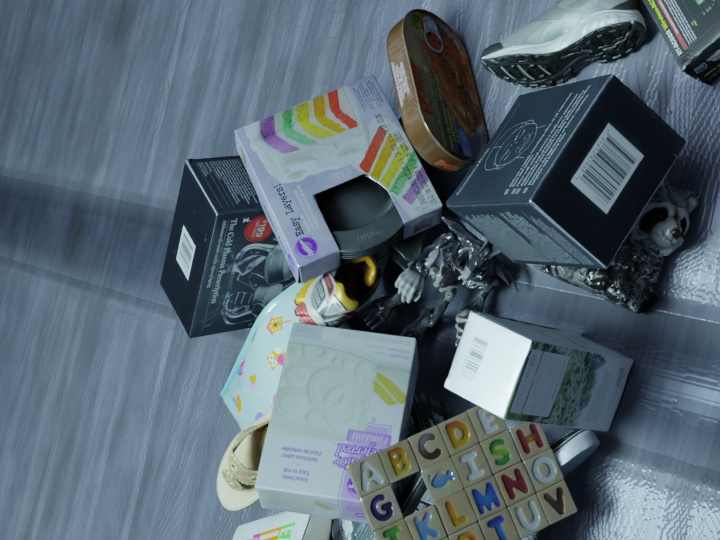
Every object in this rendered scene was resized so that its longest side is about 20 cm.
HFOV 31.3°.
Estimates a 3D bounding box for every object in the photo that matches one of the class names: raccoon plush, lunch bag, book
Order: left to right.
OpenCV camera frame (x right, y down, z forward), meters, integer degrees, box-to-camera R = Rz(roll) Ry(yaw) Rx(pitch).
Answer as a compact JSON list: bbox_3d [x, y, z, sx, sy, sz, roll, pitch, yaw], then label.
[{"bbox_3d":[-0.109,0.361,1.550,0.199,0.048,0.135,-30,37,52],"label":"book"},{"bbox_3d":[-0.063,0.133,1.552,0.171,0.121,0.201,53,123,38],"label":"lunch bag"},{"bbox_3d":[0.247,-0.047,1.308,0.199,0.096,0.136,26,92,45],"label":"raccoon plush"}]

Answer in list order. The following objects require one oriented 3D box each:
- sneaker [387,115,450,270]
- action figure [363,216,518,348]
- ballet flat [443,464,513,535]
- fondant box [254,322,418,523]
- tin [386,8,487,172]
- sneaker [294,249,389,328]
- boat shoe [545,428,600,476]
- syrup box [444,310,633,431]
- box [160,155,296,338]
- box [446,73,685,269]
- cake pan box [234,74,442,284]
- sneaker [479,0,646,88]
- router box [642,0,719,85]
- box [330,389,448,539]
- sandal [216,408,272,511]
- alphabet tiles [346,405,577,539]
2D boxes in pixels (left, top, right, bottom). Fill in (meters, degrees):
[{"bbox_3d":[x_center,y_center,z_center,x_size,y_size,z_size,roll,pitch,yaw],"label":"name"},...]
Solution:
[{"bbox_3d":[0.066,-0.103,1.516,0.103,0.060,0.201,26,67,9],"label":"sneaker"},{"bbox_3d":[0.093,0.023,1.414,0.200,0.118,0.103,-42,14,45],"label":"action figure"},{"bbox_3d":[0.142,0.268,1.293,0.064,0.202,0.071,-4,38,35],"label":"ballet flat"},{"bbox_3d":[-0.021,0.163,1.384,0.142,0.059,0.203,6,59,9],"label":"fondant box"},{"bbox_3d":[0.086,-0.208,1.485,0.042,0.111,0.203,-29,61,37],"label":"tin"},{"bbox_3d":[0.000,0.000,1.499,0.082,0.078,0.201,-30,20,38],"label":"sneaker"},{"bbox_3d":[0.163,0.203,1.343,0.199,0.073,0.069,-42,68,41],"label":"boat shoe"},{"bbox_3d":[0.179,0.101,1.259,0.081,0.199,0.080,25,98,40],"label":"syrup box"},{"bbox_3d":[-0.131,-0.035,1.573,0.105,0.180,0.202,55,141,36],"label":"box"},{"bbox_3d":[0.197,-0.093,1.270,0.149,0.107,0.200,-55,17,-9],"label":"box"},{"bbox_3d":[-0.025,-0.103,1.457,0.182,0.052,0.202,-22,68,-8],"label":"cake pan box"},{"bbox_3d":[0.220,-0.258,1.401,0.198,0.074,0.081,-15,61,36],"label":"sneaker"},{"bbox_3d":[0.349,-0.311,1.280,0.149,0.062,0.202,-39,56,31],"label":"router box"},{"bbox_3d":[0.040,0.256,1.421,0.202,0.049,0.158,-60,19,19],"label":"box"},{"bbox_3d":[-0.118,0.202,1.470,0.212,0.069,0.078,-44,66,25],"label":"sandal"},{"bbox_3d":[0.106,0.227,1.242,0.169,0.198,0.008,66,165,7],"label":"alphabet tiles"}]
